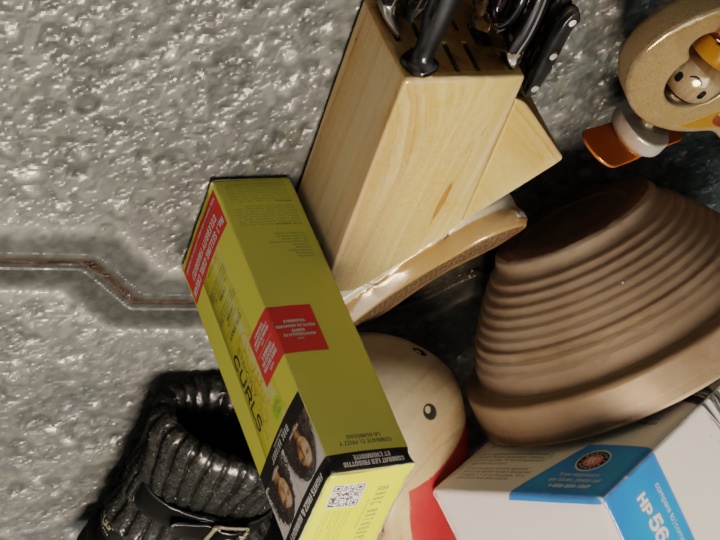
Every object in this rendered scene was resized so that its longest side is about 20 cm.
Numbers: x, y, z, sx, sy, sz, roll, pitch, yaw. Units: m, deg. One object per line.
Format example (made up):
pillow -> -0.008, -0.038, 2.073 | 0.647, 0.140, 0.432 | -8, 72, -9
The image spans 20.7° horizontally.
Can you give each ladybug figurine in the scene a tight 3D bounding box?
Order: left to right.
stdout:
ladybug figurine -> 0.028, 0.114, 1.193 | 0.071, 0.137, 0.201 | -8, 146, -3

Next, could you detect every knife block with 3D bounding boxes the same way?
knife block -> 0.022, -0.096, 1.003 | 0.199, 0.064, 0.176 | -32, 141, 11

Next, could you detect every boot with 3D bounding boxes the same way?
boot -> -0.061, 0.146, 1.233 | 0.209, 0.080, 0.158 | 8, 133, -34

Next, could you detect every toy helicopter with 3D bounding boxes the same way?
toy helicopter -> 0.199, -0.088, 1.100 | 0.132, 0.079, 0.200 | -33, 146, 12

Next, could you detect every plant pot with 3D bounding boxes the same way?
plant pot -> 0.141, 0.010, 1.136 | 0.199, 0.201, 0.093 | -26, 103, 3

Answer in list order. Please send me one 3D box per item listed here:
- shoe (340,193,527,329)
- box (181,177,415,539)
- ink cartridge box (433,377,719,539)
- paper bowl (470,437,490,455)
shoe -> 0.000, 0.000, 1.124 | 0.199, 0.054, 0.070 | -31, 175, 15
box -> -0.036, 0.047, 1.028 | 0.050, 0.201, 0.076 | -2, 139, -26
ink cartridge box -> 0.164, 0.103, 1.126 | 0.200, 0.145, 0.085 | -37, 107, -32
paper bowl -> 0.089, 0.201, 1.269 | 0.104, 0.201, 0.201 | 42, 114, -12
